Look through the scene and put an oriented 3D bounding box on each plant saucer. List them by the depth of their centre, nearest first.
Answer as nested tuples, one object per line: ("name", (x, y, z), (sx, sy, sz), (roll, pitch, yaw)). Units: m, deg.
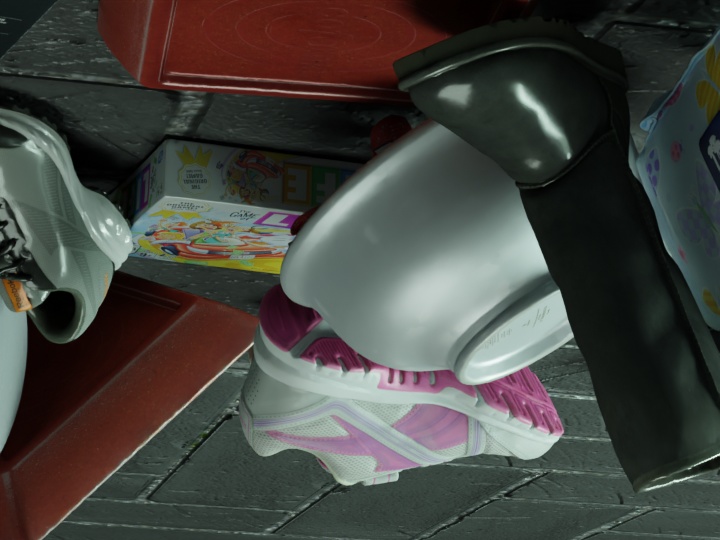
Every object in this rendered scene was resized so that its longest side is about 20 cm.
("plant saucer", (-0.015, -0.116, 1.118), (0.198, 0.037, 0.200), (3, 166, -8))
("plant saucer", (-0.184, 0.067, 1.504), (0.199, 0.200, 0.037), (15, 142, 53))

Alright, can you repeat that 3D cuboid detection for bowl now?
("bowl", (0.067, -0.007, 1.243), (0.200, 0.091, 0.201), (-29, 161, -11))

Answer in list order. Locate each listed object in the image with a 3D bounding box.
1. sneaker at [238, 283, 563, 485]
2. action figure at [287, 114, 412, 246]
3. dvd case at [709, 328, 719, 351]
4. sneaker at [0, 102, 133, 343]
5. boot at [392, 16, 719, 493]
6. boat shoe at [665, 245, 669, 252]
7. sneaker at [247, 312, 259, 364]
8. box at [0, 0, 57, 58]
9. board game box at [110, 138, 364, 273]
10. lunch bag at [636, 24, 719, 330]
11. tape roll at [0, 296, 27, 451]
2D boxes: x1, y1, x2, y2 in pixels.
("sneaker", (0.016, 0.070, 1.352), (0.199, 0.082, 0.088), (16, 125, -28))
("action figure", (0.000, 0.000, 1.373), (0.098, 0.065, 0.201), (-14, 134, -13))
("dvd case", (0.290, 0.070, 1.832), (0.149, 0.025, 0.200), (9, 163, -26))
("sneaker", (-0.186, -0.029, 1.349), (0.073, 0.080, 0.200), (1, 152, 27))
("boot", (0.096, -0.003, 1.095), (0.072, 0.202, 0.181), (-18, 168, 35))
("boat shoe", (0.139, -0.017, 1.412), (0.198, 0.073, 0.071), (-6, -174, -14))
("sneaker", (0.023, 0.054, 1.681), (0.111, 0.077, 0.199), (19, 162, -35))
("box", (-0.216, -0.141, 0.954), (0.198, 0.080, 0.141), (8, 167, -24))
("board game box", (-0.036, -0.030, 1.454), (0.198, 0.035, 0.134), (7, 164, -19))
("lunch bag", (0.226, -0.034, 1.123), (0.200, 0.127, 0.170), (39, 146, 2))
("tape roll", (-0.263, 0.028, 1.369), (0.066, 0.202, 0.200), (-5, 164, 27))
